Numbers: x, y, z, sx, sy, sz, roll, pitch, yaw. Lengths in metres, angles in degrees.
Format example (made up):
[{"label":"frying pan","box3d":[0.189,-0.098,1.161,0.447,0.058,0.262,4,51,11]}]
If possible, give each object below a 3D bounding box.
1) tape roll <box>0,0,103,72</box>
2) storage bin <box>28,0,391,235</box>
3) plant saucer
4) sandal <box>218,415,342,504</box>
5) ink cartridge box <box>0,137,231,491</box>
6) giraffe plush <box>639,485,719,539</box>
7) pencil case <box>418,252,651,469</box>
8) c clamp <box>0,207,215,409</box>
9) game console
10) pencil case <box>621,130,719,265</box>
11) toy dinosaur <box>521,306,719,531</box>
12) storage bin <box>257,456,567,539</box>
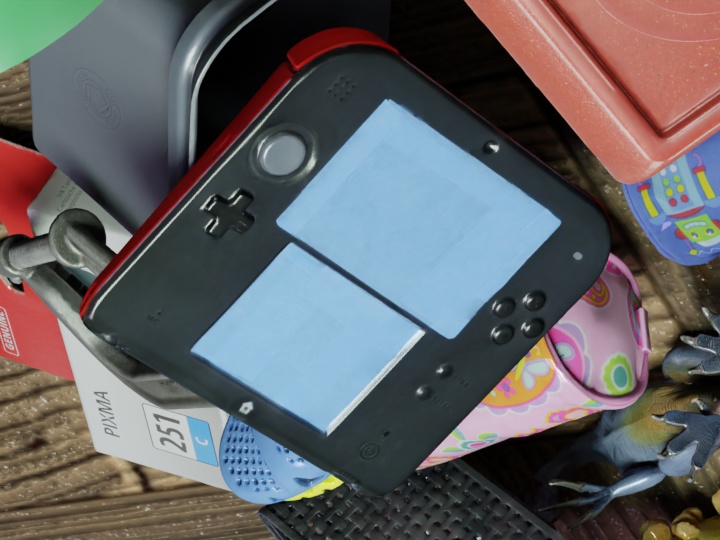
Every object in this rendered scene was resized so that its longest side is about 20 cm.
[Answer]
[{"label":"tape roll","box3d":[-0.187,-0.153,1.244,0.200,0.201,0.048,1,138,23]},{"label":"storage bin","box3d":[-0.072,-0.099,1.329,0.134,0.146,0.200,37,148,23]},{"label":"plant saucer","box3d":[0.136,-0.145,1.174,0.200,0.037,0.200,-35,121,14]},{"label":"sandal","box3d":[-0.018,0.038,1.391,0.087,0.080,0.200,-2,139,-43]},{"label":"ink cartridge box","box3d":[-0.143,0.020,1.532,0.176,0.045,0.200,16,143,21]},{"label":"giraffe plush","box3d":[0.216,0.197,1.553,0.200,0.173,0.162,27,148,54]},{"label":"pencil case","box3d":[0.051,0.049,1.439,0.087,0.087,0.200,40,141,-24]},{"label":"c clamp","box3d":[-0.137,0.008,1.407,0.171,0.027,0.200,51,162,-16]},{"label":"game console","box3d":[0.000,0.000,1.286,0.200,0.031,0.177,34,100,-37]},{"label":"pencil case","box3d":[0.208,-0.066,1.270,0.200,0.087,0.078,-20,126,40]},{"label":"toy dinosaur","box3d":[0.150,0.094,1.489,0.200,0.105,0.182,10,161,-5]},{"label":"storage bin","box3d":[0.053,0.171,1.529,0.200,0.094,0.135,36,166,49]}]
